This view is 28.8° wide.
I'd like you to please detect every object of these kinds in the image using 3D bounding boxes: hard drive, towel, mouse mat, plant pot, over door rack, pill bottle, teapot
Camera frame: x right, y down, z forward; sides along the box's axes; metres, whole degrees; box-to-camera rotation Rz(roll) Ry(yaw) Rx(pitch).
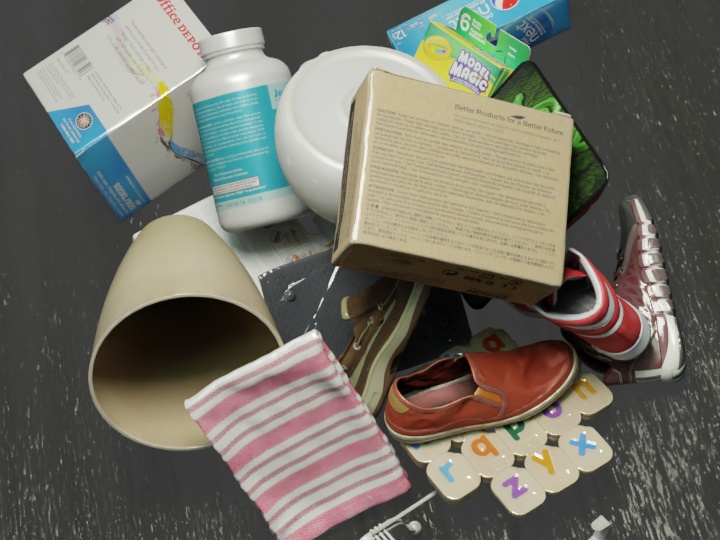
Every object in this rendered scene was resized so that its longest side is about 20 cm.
[{"bbox_3d":[0.004,0.041,1.413,0.197,0.042,0.137,-15,85,-14],"label":"hard drive"},{"bbox_3d":[-0.056,0.166,1.328,0.145,0.201,0.030,-30,25,4],"label":"towel"},{"bbox_3d":[0.137,-0.082,1.359,0.200,0.007,0.162,-46,58,28],"label":"mouse mat"},{"bbox_3d":[-0.175,0.038,1.378,0.185,0.189,0.201,-19,38,3],"label":"plant pot"},{"bbox_3d":[0.114,0.259,1.309,0.199,0.067,0.148,-34,59,-22],"label":"over door rack"},{"bbox_3d":[-0.115,-0.148,1.474,0.109,0.111,0.203,-12,95,7],"label":"pill bottle"},{"bbox_3d":[0.003,-0.114,1.384,0.195,0.147,0.202,16,55,7],"label":"teapot"}]

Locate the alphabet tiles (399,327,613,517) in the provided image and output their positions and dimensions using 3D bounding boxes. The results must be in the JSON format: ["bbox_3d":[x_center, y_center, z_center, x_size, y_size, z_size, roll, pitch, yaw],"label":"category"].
[{"bbox_3d":[0.140,0.143,1.346,0.198,0.015,0.196,-29,52,-18],"label":"alphabet tiles"}]

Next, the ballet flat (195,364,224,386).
[{"bbox_3d":[-0.099,0.141,1.422,0.198,0.067,0.065,15,103,31],"label":"ballet flat"}]

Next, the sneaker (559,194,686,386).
[{"bbox_3d":[0.249,0.022,1.391,0.114,0.076,0.202,-13,60,11],"label":"sneaker"}]

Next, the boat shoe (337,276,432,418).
[{"bbox_3d":[0.016,0.044,1.322,0.074,0.075,0.204,22,111,2],"label":"boat shoe"}]

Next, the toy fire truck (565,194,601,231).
[{"bbox_3d":[0.150,-0.103,1.477,0.168,0.112,0.201,-42,56,18],"label":"toy fire truck"}]

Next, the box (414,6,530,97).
[{"bbox_3d":[0.090,-0.163,1.443,0.117,0.048,0.202,40,111,38],"label":"box"}]

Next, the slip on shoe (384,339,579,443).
[{"bbox_3d":[0.116,0.107,1.331,0.197,0.062,0.075,-16,47,-9],"label":"slip on shoe"}]

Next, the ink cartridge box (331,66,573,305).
[{"bbox_3d":[0.083,-0.072,1.249,0.197,0.075,0.167,12,70,-13],"label":"ink cartridge box"}]

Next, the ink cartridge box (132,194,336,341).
[{"bbox_3d":[-0.128,-0.016,1.535,0.198,0.050,0.163,-25,57,-17],"label":"ink cartridge box"}]

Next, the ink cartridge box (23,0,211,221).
[{"bbox_3d":[-0.244,-0.193,1.591,0.199,0.145,0.148,-34,58,-5],"label":"ink cartridge box"}]

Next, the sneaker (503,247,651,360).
[{"bbox_3d":[0.178,0.011,1.339,0.199,0.112,0.072,30,87,43],"label":"sneaker"}]

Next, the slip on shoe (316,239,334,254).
[{"bbox_3d":[0.000,0.000,1.468,0.060,0.076,0.200,26,64,34],"label":"slip on shoe"}]

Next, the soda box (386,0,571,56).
[{"bbox_3d":[0.135,-0.272,1.584,0.198,0.064,0.068,-27,59,0],"label":"soda box"}]
